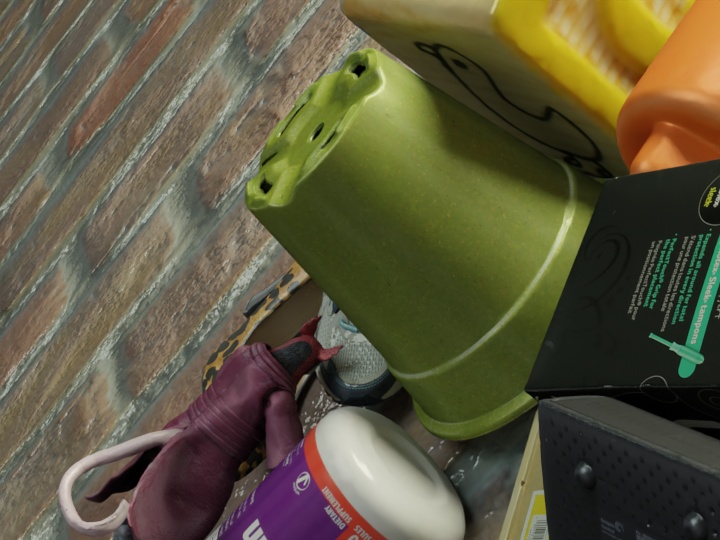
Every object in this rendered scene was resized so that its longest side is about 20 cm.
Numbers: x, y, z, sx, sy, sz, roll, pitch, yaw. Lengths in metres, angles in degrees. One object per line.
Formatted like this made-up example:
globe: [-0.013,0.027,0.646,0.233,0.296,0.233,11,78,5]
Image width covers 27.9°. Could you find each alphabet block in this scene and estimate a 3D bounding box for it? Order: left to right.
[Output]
alphabet block: [0.142,-0.188,0.921,0.197,0.195,0.200,-59,28,-3]

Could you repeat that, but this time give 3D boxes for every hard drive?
hard drive: [0.136,0.155,0.602,0.042,0.201,0.135,-20,20,-27]

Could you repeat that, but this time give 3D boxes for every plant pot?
plant pot: [0.036,-0.031,0.891,0.200,0.190,0.200,-44,22,22]

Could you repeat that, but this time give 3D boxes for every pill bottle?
pill bottle: [-0.037,0.185,0.885,0.200,0.112,0.113,-47,30,16]

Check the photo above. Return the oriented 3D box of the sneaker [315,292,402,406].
sneaker: [0.000,0.000,1.017,0.077,0.087,0.201,-3,53,11]

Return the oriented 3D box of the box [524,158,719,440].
box: [0.203,0.034,0.639,0.200,0.148,0.125,-8,52,53]

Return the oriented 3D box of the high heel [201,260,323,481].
high heel: [-0.048,0.056,1.080,0.142,0.071,0.201,-35,30,35]

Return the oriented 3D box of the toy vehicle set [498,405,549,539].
toy vehicle set: [0.125,0.145,0.770,0.124,0.026,0.201,-13,50,51]

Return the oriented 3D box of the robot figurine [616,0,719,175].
robot figurine: [0.215,-0.096,0.773,0.116,0.144,0.200,11,56,47]

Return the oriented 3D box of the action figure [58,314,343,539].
action figure: [-0.097,0.100,0.965,0.200,0.149,0.134,-49,44,0]
